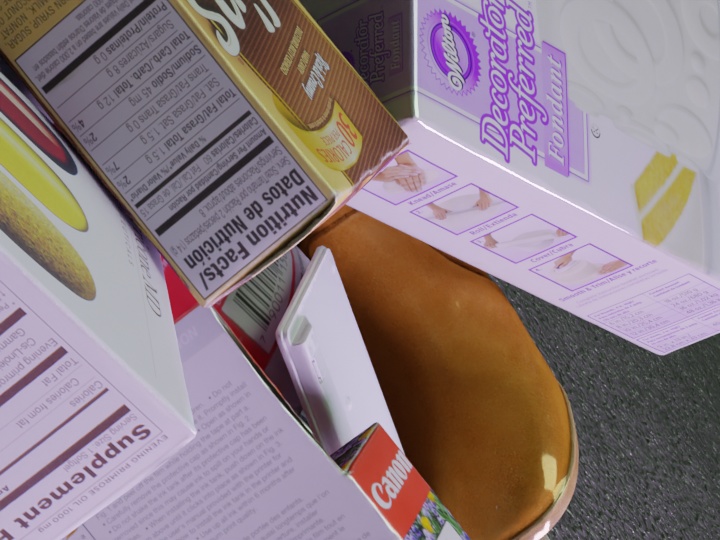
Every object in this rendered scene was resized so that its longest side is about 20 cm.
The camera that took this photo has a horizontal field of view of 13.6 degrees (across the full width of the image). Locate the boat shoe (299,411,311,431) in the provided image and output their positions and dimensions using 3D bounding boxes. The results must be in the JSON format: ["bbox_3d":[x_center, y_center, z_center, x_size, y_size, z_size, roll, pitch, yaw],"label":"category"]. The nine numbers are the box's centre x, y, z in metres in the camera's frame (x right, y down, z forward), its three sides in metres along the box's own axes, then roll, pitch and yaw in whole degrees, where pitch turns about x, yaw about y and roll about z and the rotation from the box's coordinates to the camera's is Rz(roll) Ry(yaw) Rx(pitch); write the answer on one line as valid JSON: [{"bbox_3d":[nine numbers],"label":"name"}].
[{"bbox_3d":[-0.024,0.111,1.033,0.201,0.070,0.066,61,11,0],"label":"boat shoe"}]

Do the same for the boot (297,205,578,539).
[{"bbox_3d":[0.000,-0.001,1.040,0.144,0.071,0.201,51,10,-35],"label":"boot"}]

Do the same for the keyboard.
[{"bbox_3d":[0.013,0.090,0.988,0.056,0.011,0.201,-73,147,-60],"label":"keyboard"}]

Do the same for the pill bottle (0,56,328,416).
[{"bbox_3d":[-0.109,-0.017,0.946,0.200,0.112,0.112,44,15,-33],"label":"pill bottle"}]

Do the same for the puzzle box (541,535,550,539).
[{"bbox_3d":[0.033,0.089,1.255,0.200,0.025,0.133,58,-13,25],"label":"puzzle box"}]

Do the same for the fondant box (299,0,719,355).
[{"bbox_3d":[0.063,-0.071,1.052,0.200,0.058,0.145,24,55,-41],"label":"fondant box"}]

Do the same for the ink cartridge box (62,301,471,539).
[{"bbox_3d":[-0.018,0.109,0.934,0.200,0.109,0.050,52,21,-5],"label":"ink cartridge box"}]

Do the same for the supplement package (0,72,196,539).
[{"bbox_3d":[-0.150,-0.015,0.794,0.200,0.109,0.114,46,15,-31],"label":"supplement package"}]

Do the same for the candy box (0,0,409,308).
[{"bbox_3d":[-0.075,-0.091,0.893,0.200,0.056,0.117,52,15,-2],"label":"candy box"}]
